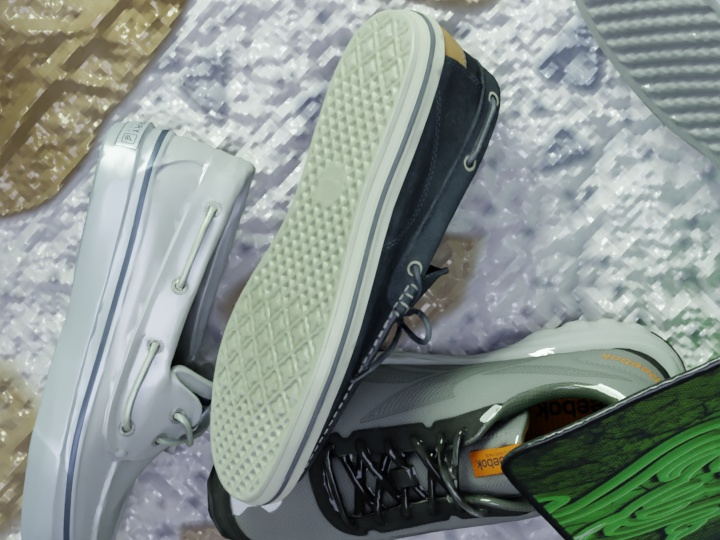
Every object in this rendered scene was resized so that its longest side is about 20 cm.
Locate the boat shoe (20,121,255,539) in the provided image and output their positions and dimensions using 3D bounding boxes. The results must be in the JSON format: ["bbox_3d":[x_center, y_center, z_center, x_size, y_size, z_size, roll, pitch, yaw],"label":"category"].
[{"bbox_3d":[-0.088,0.044,0.993,0.066,0.074,0.202,13,103,5],"label":"boat shoe"}]

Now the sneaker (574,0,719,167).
[{"bbox_3d":[0.169,-0.074,0.939,0.200,0.079,0.079,44,60,7],"label":"sneaker"}]

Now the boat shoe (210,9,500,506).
[{"bbox_3d":[0.000,0.000,0.966,0.062,0.074,0.201,20,92,-37],"label":"boat shoe"}]

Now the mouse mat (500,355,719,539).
[{"bbox_3d":[0.163,0.060,0.942,0.199,0.161,0.008,-24,59,12],"label":"mouse mat"}]

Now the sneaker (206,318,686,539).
[{"bbox_3d":[0.031,0.069,0.984,0.199,0.079,0.075,-15,103,11],"label":"sneaker"}]
